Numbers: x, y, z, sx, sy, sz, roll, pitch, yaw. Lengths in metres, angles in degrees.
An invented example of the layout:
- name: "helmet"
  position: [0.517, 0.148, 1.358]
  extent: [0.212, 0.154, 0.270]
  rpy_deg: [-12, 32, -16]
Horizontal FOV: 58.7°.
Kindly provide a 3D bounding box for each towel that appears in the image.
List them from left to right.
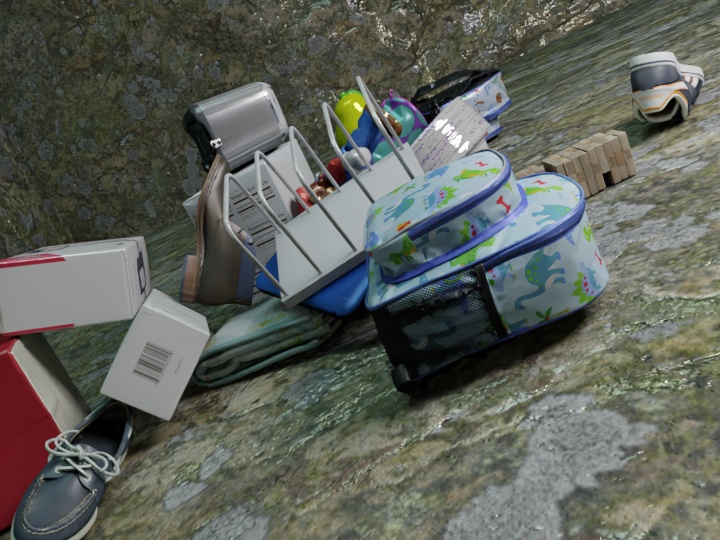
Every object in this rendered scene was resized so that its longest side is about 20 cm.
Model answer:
- name: "towel"
  position: [-0.102, 0.066, 0.808]
  extent: [0.197, 0.049, 0.171]
  rpy_deg: [-20, 15, 22]

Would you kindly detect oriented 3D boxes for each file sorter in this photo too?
- name: "file sorter"
  position: [-0.040, -0.089, 0.696]
  extent: [0.198, 0.125, 0.140]
  rpy_deg: [-33, 35, 13]

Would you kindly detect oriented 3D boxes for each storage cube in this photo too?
- name: "storage cube"
  position: [-0.425, 0.185, 0.730]
  extent: [0.178, 0.173, 0.200]
  rpy_deg: [-29, 15, -14]

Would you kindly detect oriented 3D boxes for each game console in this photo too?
- name: "game console"
  position: [0.000, 0.000, 0.773]
  extent: [0.198, 0.119, 0.172]
  rpy_deg: [13, 61, 49]

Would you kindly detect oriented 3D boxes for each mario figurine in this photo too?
- name: "mario figurine"
  position: [-0.006, -0.121, 0.882]
  extent: [0.201, 0.123, 0.106]
  rpy_deg: [-55, 44, 11]

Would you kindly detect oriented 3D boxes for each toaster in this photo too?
- name: "toaster"
  position: [-0.197, -0.225, 1.006]
  extent: [0.128, 0.115, 0.200]
  rpy_deg: [-29, 14, -16]

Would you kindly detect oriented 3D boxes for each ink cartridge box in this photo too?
- name: "ink cartridge box"
  position: [-0.347, 0.012, 0.797]
  extent: [0.142, 0.086, 0.200]
  rpy_deg: [-7, 8, -12]

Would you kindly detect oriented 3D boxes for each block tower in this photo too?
- name: "block tower"
  position: [0.228, -0.102, 0.782]
  extent: [0.197, 0.059, 0.054]
  rpy_deg: [-24, 16, 4]

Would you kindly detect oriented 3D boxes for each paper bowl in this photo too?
- name: "paper bowl"
  position: [0.110, -0.138, 0.916]
  extent: [0.201, 0.104, 0.201]
  rpy_deg: [-49, 1, 1]

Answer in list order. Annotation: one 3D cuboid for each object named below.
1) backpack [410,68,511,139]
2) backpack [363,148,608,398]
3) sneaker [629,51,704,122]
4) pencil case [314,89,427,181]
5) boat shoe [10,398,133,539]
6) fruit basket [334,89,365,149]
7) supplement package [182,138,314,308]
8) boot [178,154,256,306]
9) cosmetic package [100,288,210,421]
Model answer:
- name: "backpack"
  position: [0.220, -0.336, 1.341]
  extent: [0.189, 0.155, 0.200]
  rpy_deg: [-34, 22, 3]
- name: "backpack"
  position: [0.101, -0.017, 0.558]
  extent: [0.197, 0.149, 0.184]
  rpy_deg: [-21, 19, 11]
- name: "sneaker"
  position: [0.422, -0.244, 0.888]
  extent: [0.078, 0.081, 0.198]
  rpy_deg: [-2, 3, 42]
- name: "pencil case"
  position: [0.014, -0.175, 0.998]
  extent: [0.200, 0.092, 0.085]
  rpy_deg: [-48, 0, -4]
- name: "boat shoe"
  position: [-0.271, 0.192, 0.626]
  extent: [0.074, 0.063, 0.200]
  rpy_deg: [20, 15, -1]
- name: "fruit basket"
  position: [0.018, -0.199, 1.106]
  extent: [0.213, 0.218, 0.156]
  rpy_deg: [-29, -16, -8]
- name: "supplement package"
  position: [-0.138, -0.067, 0.992]
  extent: [0.145, 0.202, 0.192]
  rpy_deg: [-22, 16, 15]
- name: "boot"
  position: [-0.176, -0.049, 0.857]
  extent: [0.095, 0.204, 0.075]
  rpy_deg: [12, -8, -12]
- name: "cosmetic package"
  position: [-0.242, 0.092, 0.771]
  extent: [0.109, 0.084, 0.200]
  rpy_deg: [-65, 14, -3]
